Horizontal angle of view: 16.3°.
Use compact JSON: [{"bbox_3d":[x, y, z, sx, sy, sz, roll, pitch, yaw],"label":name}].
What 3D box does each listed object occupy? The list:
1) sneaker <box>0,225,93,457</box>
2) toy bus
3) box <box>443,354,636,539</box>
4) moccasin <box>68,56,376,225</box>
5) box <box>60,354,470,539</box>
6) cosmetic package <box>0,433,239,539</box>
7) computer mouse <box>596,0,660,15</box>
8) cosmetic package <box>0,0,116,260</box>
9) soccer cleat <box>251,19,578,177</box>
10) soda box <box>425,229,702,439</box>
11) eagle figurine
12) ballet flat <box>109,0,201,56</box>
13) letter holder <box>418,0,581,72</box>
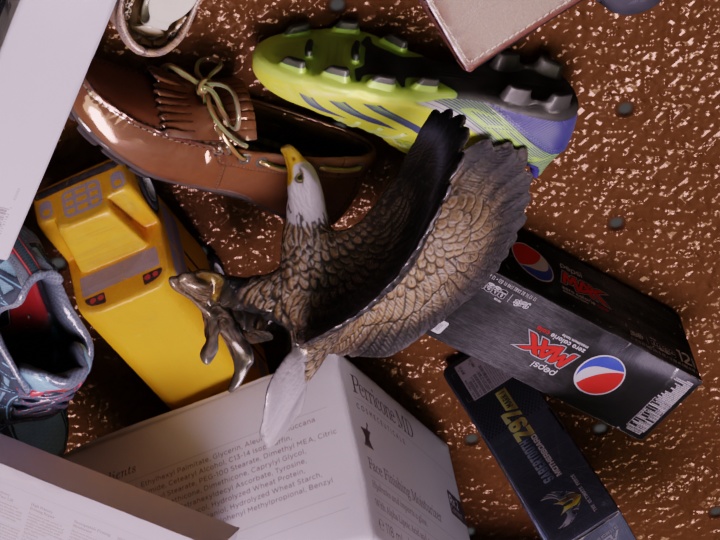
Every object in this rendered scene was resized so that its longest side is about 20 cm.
[{"bbox_3d":[-0.200,0.058,1.473,0.079,0.095,0.201,-36,139,-28],"label":"sneaker"},{"bbox_3d":[-0.124,0.015,1.514,0.065,0.079,0.200,-22,145,10],"label":"toy bus"},{"bbox_3d":[0.135,0.155,1.599,0.051,0.200,0.158,-32,128,1],"label":"box"},{"bbox_3d":[-0.081,-0.084,1.453,0.201,0.074,0.078,22,123,-25],"label":"moccasin"},{"bbox_3d":[-0.053,0.169,1.580,0.199,0.131,0.199,-21,152,15],"label":"box"},{"bbox_3d":[-0.177,0.155,1.461,0.199,0.051,0.083,21,106,9],"label":"cosmetic package"},{"bbox_3d":[0.109,-0.209,1.407,0.059,0.034,0.200,-38,124,23],"label":"computer mouse"},{"bbox_3d":[-0.182,-0.131,1.353,0.051,0.151,0.200,16,125,-18],"label":"cosmetic package"},{"bbox_3d":[0.030,-0.093,1.470,0.199,0.065,0.084,8,130,-15],"label":"soccer cleat"},{"bbox_3d":[0.117,0.030,1.578,0.199,0.071,0.063,27,120,-27],"label":"soda box"},{"bbox_3d":[-0.003,-0.007,1.422,0.199,0.152,0.151,-15,125,15],"label":"eagle figurine"},{"bbox_3d":[-0.086,-0.199,1.364,0.068,0.067,0.201,12,126,-17],"label":"ballet flat"},{"bbox_3d":[0.096,-0.228,1.327,0.199,0.101,0.142,-32,116,4],"label":"letter holder"}]
